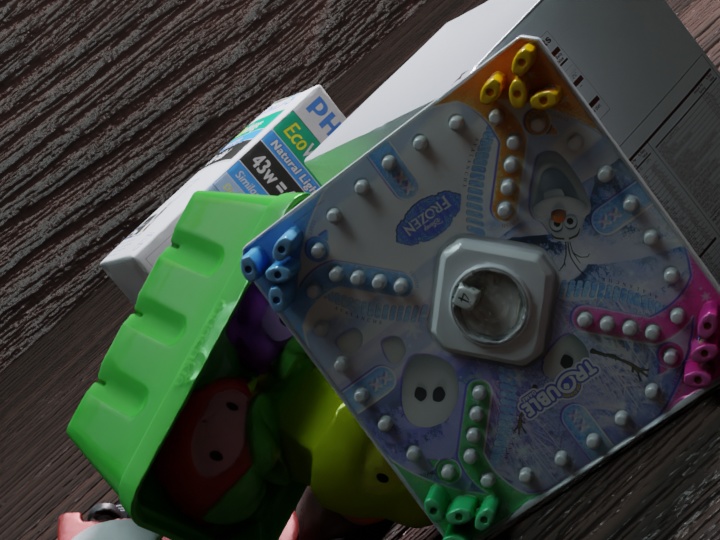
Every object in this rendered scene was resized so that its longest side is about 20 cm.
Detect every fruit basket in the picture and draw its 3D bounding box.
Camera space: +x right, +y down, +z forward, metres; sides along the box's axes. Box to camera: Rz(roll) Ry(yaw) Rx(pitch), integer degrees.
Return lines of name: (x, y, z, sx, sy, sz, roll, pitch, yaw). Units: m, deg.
fruit basket: (-0.033, 0.073, 1.084, 0.214, 0.155, 0.218, -13, 62, 27)

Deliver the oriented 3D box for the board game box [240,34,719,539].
board game box: (0.066, 0.018, 0.990, 0.199, 0.201, 0.026, -36, 3, 19)

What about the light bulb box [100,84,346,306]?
light bulb box: (-0.057, -0.001, 1.500, 0.200, 0.199, 0.125, -44, 12, -16)

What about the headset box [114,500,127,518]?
headset box: (-0.098, 0.159, 1.330, 0.200, 0.075, 0.148, -45, 12, -23)

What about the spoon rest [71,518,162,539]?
spoon rest: (-0.165, 0.230, 1.124, 0.099, 0.060, 0.202, -61, -11, -67)

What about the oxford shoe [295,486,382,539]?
oxford shoe: (0.007, 0.096, 1.246, 0.072, 0.071, 0.200, -38, 11, 38)

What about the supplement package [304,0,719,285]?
supplement package: (0.112, -0.049, 1.111, 0.147, 0.200, 0.191, -45, 13, -26)

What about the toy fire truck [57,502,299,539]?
toy fire truck: (-0.133, 0.208, 1.189, 0.198, 0.142, 0.049, -4, 38, -3)
